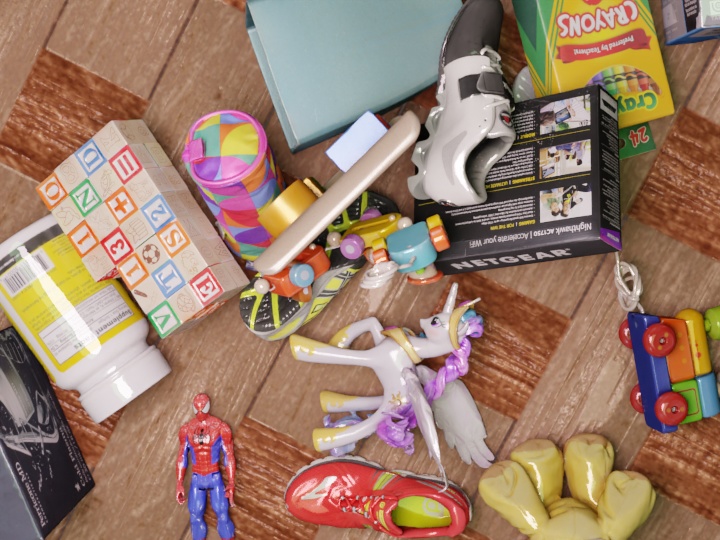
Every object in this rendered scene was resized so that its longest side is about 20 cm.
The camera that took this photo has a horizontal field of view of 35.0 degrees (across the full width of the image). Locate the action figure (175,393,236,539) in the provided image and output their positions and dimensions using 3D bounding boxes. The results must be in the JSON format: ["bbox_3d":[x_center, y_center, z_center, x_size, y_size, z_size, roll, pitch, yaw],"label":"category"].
[{"bbox_3d":[-0.162,0.230,1.217,0.065,0.052,0.201,-3,93,8],"label":"action figure"}]

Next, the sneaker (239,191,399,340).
[{"bbox_3d":[-0.042,-0.006,1.182,0.200,0.076,0.075,-39,71,-10],"label":"sneaker"}]

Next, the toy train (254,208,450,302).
[{"bbox_3d":[0.000,0.000,1.078,0.150,0.200,0.056,-37,114,-30],"label":"toy train"}]

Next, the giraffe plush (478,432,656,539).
[{"bbox_3d":[0.213,0.289,1.165,0.172,0.200,0.163,-8,128,-9],"label":"giraffe plush"}]

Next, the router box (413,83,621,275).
[{"bbox_3d":[0.145,-0.082,1.088,0.200,0.051,0.150,-8,72,35],"label":"router box"}]

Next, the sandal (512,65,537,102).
[{"bbox_3d":[0.168,-0.105,1.172,0.079,0.059,0.207,13,79,-16],"label":"sandal"}]

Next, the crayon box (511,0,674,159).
[{"bbox_3d":[0.235,-0.206,1.141,0.127,0.051,0.201,-17,95,-19],"label":"crayon box"}]

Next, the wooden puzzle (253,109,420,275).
[{"bbox_3d":[-0.025,-0.082,1.028,0.185,0.200,0.046,-43,96,6],"label":"wooden puzzle"}]

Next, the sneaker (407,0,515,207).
[{"bbox_3d":[0.114,-0.154,1.056,0.088,0.074,0.201,18,97,40],"label":"sneaker"}]

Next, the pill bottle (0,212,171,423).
[{"bbox_3d":[-0.290,0.049,1.171,0.114,0.114,0.200,-35,93,5],"label":"pill bottle"}]

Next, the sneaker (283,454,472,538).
[{"bbox_3d":[0.018,0.240,1.190,0.199,0.085,0.077,3,94,2],"label":"sneaker"}]

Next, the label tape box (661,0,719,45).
[{"bbox_3d":[0.328,-0.327,1.100,0.066,0.143,0.201,-9,95,3],"label":"label tape box"}]

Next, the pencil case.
[{"bbox_3d":[-0.116,-0.076,1.114,0.088,0.200,0.089,-2,66,4],"label":"pencil case"}]

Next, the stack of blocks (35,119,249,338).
[{"bbox_3d":[-0.216,-0.035,1.131,0.115,0.059,0.200,-36,85,21],"label":"stack of blocks"}]

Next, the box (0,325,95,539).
[{"bbox_3d":[-0.380,0.174,1.144,0.124,0.197,0.201,-23,94,4],"label":"box"}]

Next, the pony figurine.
[{"bbox_3d":[0.045,0.125,1.160,0.199,0.166,0.194,-15,86,19],"label":"pony figurine"}]

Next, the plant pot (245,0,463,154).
[{"bbox_3d":[0.004,-0.217,1.128,0.199,0.141,0.142,-19,94,-5],"label":"plant pot"}]

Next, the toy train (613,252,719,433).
[{"bbox_3d":[0.330,0.056,1.168,0.115,0.085,0.201,-11,94,-7],"label":"toy train"}]
